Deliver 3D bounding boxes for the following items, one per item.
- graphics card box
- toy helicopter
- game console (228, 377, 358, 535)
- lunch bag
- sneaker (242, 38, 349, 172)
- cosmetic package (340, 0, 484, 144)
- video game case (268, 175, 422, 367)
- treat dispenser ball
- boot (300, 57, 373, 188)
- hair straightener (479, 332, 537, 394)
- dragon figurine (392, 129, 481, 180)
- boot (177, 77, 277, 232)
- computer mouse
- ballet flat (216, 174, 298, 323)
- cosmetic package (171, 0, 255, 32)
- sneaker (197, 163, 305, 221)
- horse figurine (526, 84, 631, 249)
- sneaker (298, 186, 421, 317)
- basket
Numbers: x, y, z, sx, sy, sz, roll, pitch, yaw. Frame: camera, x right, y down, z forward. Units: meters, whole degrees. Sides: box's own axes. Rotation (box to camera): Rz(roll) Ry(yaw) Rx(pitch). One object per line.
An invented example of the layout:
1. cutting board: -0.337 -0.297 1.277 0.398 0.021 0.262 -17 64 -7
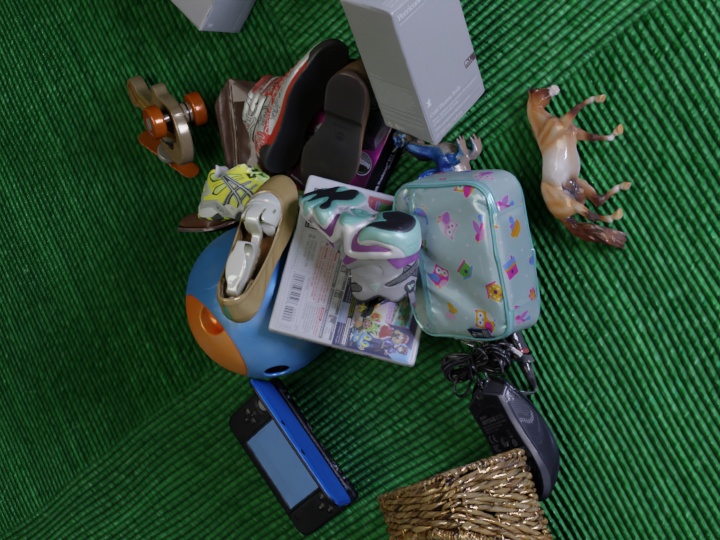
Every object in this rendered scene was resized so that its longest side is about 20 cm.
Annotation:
1. graphics card box: -0.013 -0.156 1.731 0.125 0.051 0.200 40 116 29
2. toy helicopter: -0.283 -0.213 1.925 0.200 0.079 0.132 46 151 44
3. game console: -0.106 0.251 1.792 0.171 0.118 0.200 -43 76 34
4. lunch bag: 0.118 -0.013 1.559 0.160 0.077 0.200 1 107 41
5. sneaker: -0.090 -0.233 1.724 0.201 0.067 0.108 -61 42 32
6. cosmetic package: 0.063 -0.258 1.550 0.090 0.107 0.200 27 155 34
7. video game case: 0.000 0.000 1.649 0.182 0.023 0.200 14 78 0
8. treat dispenser ball: -0.126 0.038 1.745 0.201 0.201 0.201 5 98 38
9. boot: -0.019 -0.173 1.669 0.074 0.075 0.200 26 131 6
10. hair straightener: 0.157 0.062 1.636 0.077 0.041 0.200 -31 80 36
11. dragon figurine: 0.108 -0.101 1.635 0.099 0.059 0.200 -25 84 38
12. boot: -0.187 -0.157 1.860 0.186 0.064 0.200 -9 92 27
13. computer mouse: 0.183 0.174 1.595 0.138 0.053 0.200 -25 92 58
14. ballet flat: -0.124 -0.035 1.629 0.069 0.063 0.200 6 69 22
15. cosmetic package: -0.227 -0.424 1.849 0.200 0.090 0.107 47 121 21
16. sneaker: -0.139 -0.100 1.747 0.200 0.075 0.077 4 92 41
17. horse figurine: 0.243 -0.117 1.530 0.132 0.050 0.200 -4 99 51
18. sneaker: -0.004 -0.013 1.591 0.200 0.078 0.140 30 132 50
19. basket: 0.116 0.309 1.587 0.200 0.143 0.149 -34 72 61
